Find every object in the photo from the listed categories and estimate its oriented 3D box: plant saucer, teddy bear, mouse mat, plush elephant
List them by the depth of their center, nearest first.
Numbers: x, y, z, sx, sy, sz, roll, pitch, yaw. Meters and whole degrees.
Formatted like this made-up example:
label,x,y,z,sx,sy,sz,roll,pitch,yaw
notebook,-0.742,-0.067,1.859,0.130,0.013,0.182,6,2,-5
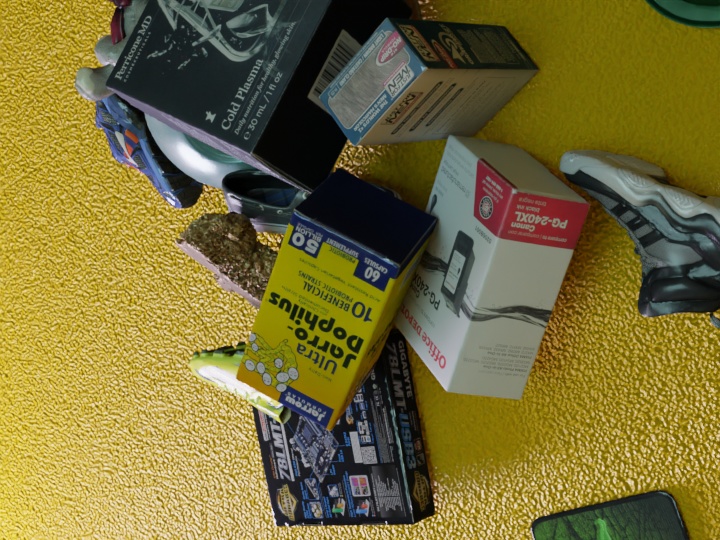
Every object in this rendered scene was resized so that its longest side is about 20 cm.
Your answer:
label,x,y,z,sx,sy,sz,roll,pitch,yaw
mouse mat,0.257,0.317,1.111,0.161,0.008,0.201,-23,85,36
plant saucer,-0.134,-0.169,1.225,0.200,0.039,0.202,2,116,4
teddy bear,-0.097,0.006,1.230,0.200,0.067,0.145,37,164,-5
plush elephant,-0.241,-0.299,1.265,0.199,0.165,0.155,-18,116,15

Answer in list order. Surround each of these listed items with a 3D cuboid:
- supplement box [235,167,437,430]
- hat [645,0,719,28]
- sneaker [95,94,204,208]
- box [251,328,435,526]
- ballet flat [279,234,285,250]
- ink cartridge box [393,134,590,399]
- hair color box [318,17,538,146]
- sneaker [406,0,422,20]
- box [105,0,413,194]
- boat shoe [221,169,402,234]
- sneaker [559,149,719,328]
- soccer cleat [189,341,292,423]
label,x,y,z,sx,sy,sz,roll,pitch,yaw
supplement box,-0.024,0.027,1.093,0.109,0.110,0.200,27,123,9
hat,0.241,-0.274,0.913,0.199,0.176,0.166,-9,93,36
sneaker,-0.246,-0.143,1.362,0.200,0.075,0.079,54,133,25
box,-0.026,0.173,1.263,0.198,0.050,0.201,-11,89,39
ballet flat,0.000,0.000,1.206,0.199,0.063,0.069,18,108,32
ink cartridge box,0.113,-0.003,1.075,0.145,0.083,0.201,-128,50,-58
hair color box,0.065,-0.168,1.045,0.100,0.200,0.061,-45,72,32
sneaker,0.014,-0.236,1.155,0.080,0.071,0.201,-14,82,37
box,-0.094,-0.206,1.086,0.196,0.124,0.201,26,89,33
boat shoe,-0.055,-0.078,1.205,0.199,0.070,0.066,7,144,27
sneaker,0.247,-0.026,1.015,0.200,0.075,0.114,29,114,28
soccer cleat,-0.107,0.122,1.248,0.200,0.065,0.084,2,99,36
